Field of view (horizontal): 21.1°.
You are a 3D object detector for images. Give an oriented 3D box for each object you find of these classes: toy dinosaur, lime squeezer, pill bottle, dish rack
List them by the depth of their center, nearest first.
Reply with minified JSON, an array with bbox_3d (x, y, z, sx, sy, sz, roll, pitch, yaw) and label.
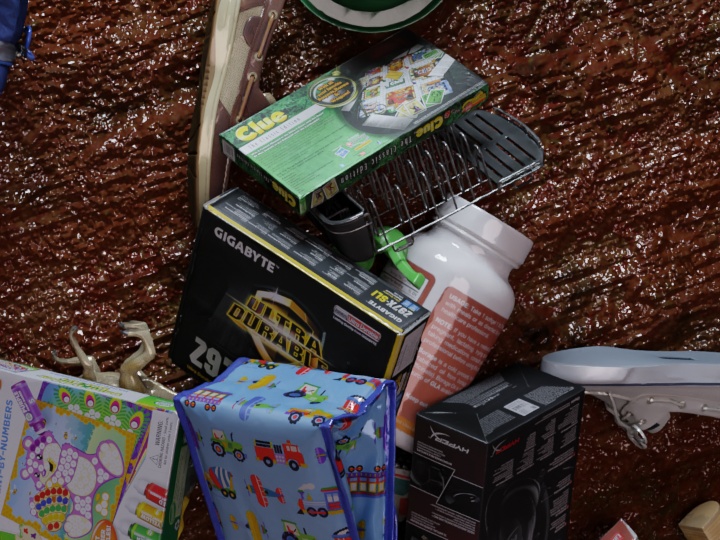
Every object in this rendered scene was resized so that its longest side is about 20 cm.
[{"bbox_3d":[0.043,-0.085,1.562,0.199,0.153,0.055,-26,123,-11],"label":"dish rack"},{"bbox_3d":[0.000,0.000,1.571,0.038,0.199,0.071,33,64,-32],"label":"lime squeezer"},{"bbox_3d":[-0.186,0.095,1.583,0.198,0.058,0.102,2,98,12],"label":"toy dinosaur"},{"bbox_3d":[0.058,0.042,1.604,0.112,0.112,0.201,31,91,-14],"label":"pill bottle"}]

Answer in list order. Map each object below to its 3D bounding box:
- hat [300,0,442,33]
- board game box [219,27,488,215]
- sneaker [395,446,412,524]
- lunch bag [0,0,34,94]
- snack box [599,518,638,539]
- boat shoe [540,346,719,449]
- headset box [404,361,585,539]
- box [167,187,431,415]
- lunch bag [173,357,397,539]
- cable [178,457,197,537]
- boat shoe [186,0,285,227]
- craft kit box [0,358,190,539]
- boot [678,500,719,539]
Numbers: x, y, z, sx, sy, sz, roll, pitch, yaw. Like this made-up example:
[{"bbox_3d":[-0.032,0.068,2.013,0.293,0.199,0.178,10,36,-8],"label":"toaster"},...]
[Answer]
[{"bbox_3d":[0.022,-0.262,1.519,0.165,0.176,0.201,31,91,-14],"label":"hat"},{"bbox_3d":[-0.004,-0.122,1.546,0.199,0.105,0.024,-32,144,-26],"label":"board game box"},{"bbox_3d":[-0.039,0.177,1.614,0.198,0.070,0.094,14,111,-26],"label":"sneaker"},{"bbox_3d":[-0.342,-0.200,1.475,0.198,0.136,0.133,16,95,-15],"label":"lunch bag"},{"bbox_3d":[0.165,0.297,1.681,0.200,0.072,0.024,-43,71,-3],"label":"snack box"},{"bbox_3d":[0.247,0.115,1.679,0.200,0.075,0.087,2,100,-22],"label":"boat shoe"},{"bbox_3d":[0.108,0.197,1.599,0.148,0.077,0.202,-23,125,-48],"label":"headset box"},{"bbox_3d":[-0.053,0.053,1.529,0.199,0.049,0.161,33,129,21],"label":"box"},{"bbox_3d":[-0.047,0.182,1.485,0.094,0.150,0.202,-28,118,-49],"label":"lunch bag"},{"bbox_3d":[-0.150,0.159,1.623,0.097,0.050,0.200,44,76,-7],"label":"cable"},{"bbox_3d":[-0.097,-0.132,1.571,0.071,0.072,0.202,8,90,-11],"label":"boat shoe"},{"bbox_3d":[-0.241,0.184,1.552,0.196,0.048,0.202,12,98,17],"label":"craft kit box"},{"bbox_3d":[0.286,0.316,1.700,0.201,0.071,0.145,-39,107,-18],"label":"boot"}]
